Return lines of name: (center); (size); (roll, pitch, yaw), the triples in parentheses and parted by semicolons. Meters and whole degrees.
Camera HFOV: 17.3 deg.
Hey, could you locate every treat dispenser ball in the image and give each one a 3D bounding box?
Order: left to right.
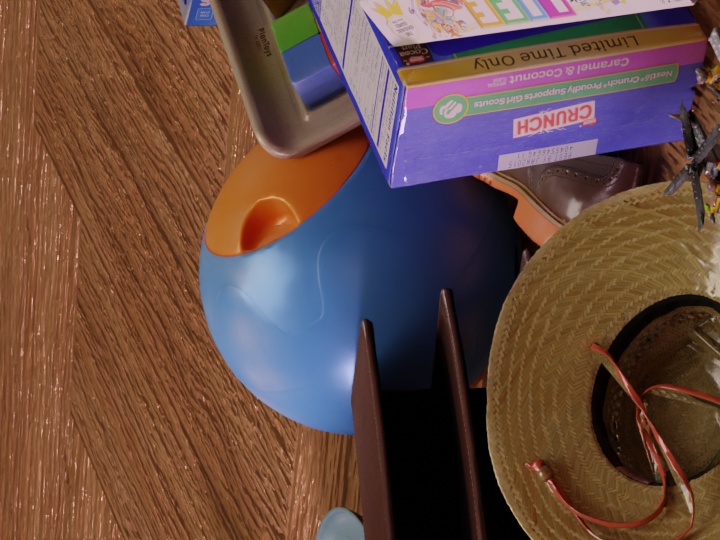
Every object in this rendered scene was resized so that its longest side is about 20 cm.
treat dispenser ball: (0.000, 0.000, 1.456); (0.201, 0.199, 0.203); (176, 90, -70)

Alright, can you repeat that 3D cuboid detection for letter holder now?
letter holder: (0.055, 0.100, 1.275); (0.143, 0.100, 0.201); (95, 172, -46)

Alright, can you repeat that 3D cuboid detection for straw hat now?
straw hat: (0.161, 0.064, 1.173); (0.085, 0.200, 0.202); (31, -137, -60)

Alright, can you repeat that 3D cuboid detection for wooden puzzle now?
wooden puzzle: (0.006, -0.180, 1.421); (0.046, 0.199, 0.186); (58, -171, -51)

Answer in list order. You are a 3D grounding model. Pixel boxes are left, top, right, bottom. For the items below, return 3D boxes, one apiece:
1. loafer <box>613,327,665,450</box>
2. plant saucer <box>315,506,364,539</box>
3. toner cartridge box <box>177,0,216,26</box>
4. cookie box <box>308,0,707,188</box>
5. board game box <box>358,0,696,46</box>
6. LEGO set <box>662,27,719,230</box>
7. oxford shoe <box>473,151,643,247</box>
loafer: (0.144, 0.099, 1.272); (0.072, 0.062, 0.201); (123, 139, -59)
plant saucer: (0.009, 0.272, 1.730); (0.200, 0.036, 0.202); (175, 90, -71)
toner cartridge box: (-0.114, -0.283, 1.884); (0.043, 0.094, 0.201); (109, 151, -50)
cookie box: (0.069, -0.147, 1.277); (0.076, 0.170, 0.201); (96, 159, -45)
board game box: (0.104, -0.175, 1.134); (0.199, 0.034, 0.135); (-1, 48, 49)
LEGO set: (0.198, -0.047, 1.010); (0.200, 0.115, 0.155); (118, 143, -56)
oxford shoe: (0.109, -0.071, 1.361); (0.073, 0.071, 0.200); (-65, 33, 17)
